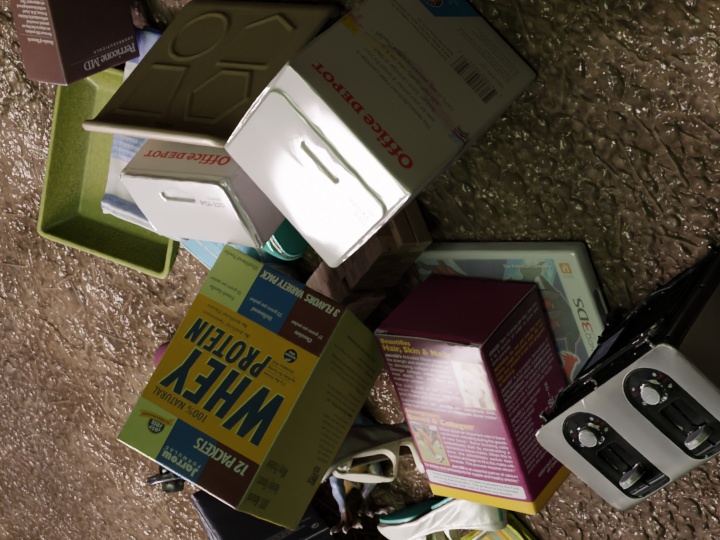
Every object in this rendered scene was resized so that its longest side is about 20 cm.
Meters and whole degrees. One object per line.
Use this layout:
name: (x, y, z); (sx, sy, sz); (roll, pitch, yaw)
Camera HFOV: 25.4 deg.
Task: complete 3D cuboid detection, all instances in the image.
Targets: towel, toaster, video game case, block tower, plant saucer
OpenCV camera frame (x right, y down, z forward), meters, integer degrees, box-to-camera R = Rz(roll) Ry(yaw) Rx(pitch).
towel: (0.142, 0.334, 1.795); (0.086, 0.018, 0.200); (47, 143, 2)
toaster: (0.264, 0.085, 1.331); (0.119, 0.200, 0.181); (45, 135, -2)
towel: (-0.203, -0.139, 1.611); (0.146, 0.024, 0.202); (22, 105, 44)
video game case: (0.157, 0.055, 1.530); (0.199, 0.023, 0.183); (1, 123, 44)
block tower: (0.000, 0.000, 1.595); (0.200, 0.054, 0.058); (-53, 51, 51)
plant saucer: (-0.248, -0.113, 1.704); (0.199, 0.048, 0.202); (18, 103, 33)

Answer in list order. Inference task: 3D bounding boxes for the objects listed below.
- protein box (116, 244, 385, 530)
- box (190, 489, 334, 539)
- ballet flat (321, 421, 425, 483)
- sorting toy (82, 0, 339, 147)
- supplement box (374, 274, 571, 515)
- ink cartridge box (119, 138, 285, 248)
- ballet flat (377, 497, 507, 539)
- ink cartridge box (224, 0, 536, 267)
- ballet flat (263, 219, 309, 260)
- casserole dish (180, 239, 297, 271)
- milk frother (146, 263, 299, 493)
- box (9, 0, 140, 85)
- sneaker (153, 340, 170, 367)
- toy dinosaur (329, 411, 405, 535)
protein box: (-0.093, 0.114, 1.491); (0.134, 0.201, 0.199); (27, 173, 18)
box: (-0.091, 0.360, 1.904); (0.198, 0.123, 0.201); (40, 153, 59)
ballet flat: (0.042, 0.180, 1.617); (0.067, 0.198, 0.064); (115, 144, -60)
sorting toy: (-0.135, -0.180, 1.464); (0.184, 0.200, 0.037); (10, 141, 38)
supplement box: (0.116, 0.117, 1.522); (0.130, 0.103, 0.201); (7, 127, 40)
ink cartridge box: (-0.105, -0.122, 1.476); (0.145, 0.200, 0.085); (7, 139, 40)
ballet flat: (0.089, 0.281, 1.752); (0.070, 0.069, 0.200); (53, 139, -7)
ink cartridge box: (0.016, -0.134, 1.356); (0.147, 0.200, 0.145); (47, 142, 1)
ballet flat: (-0.117, -0.099, 1.631); (0.070, 0.067, 0.201); (5, 125, 59)
casserole dish: (-0.155, -0.047, 1.733); (0.200, 0.039, 0.121); (39, 142, 9)
milk frother: (-0.143, 0.123, 1.695); (0.181, 0.198, 0.189); (98, 160, -63)
box: (-0.293, -0.294, 1.571); (0.075, 0.100, 0.201); (15, 124, 41)
sneaker: (-0.184, 0.139, 1.880); (0.199, 0.090, 0.075); (13, 131, 36)
toy dinosaur: (-0.023, 0.197, 1.784); (0.199, 0.104, 0.183); (-2, 103, 57)
